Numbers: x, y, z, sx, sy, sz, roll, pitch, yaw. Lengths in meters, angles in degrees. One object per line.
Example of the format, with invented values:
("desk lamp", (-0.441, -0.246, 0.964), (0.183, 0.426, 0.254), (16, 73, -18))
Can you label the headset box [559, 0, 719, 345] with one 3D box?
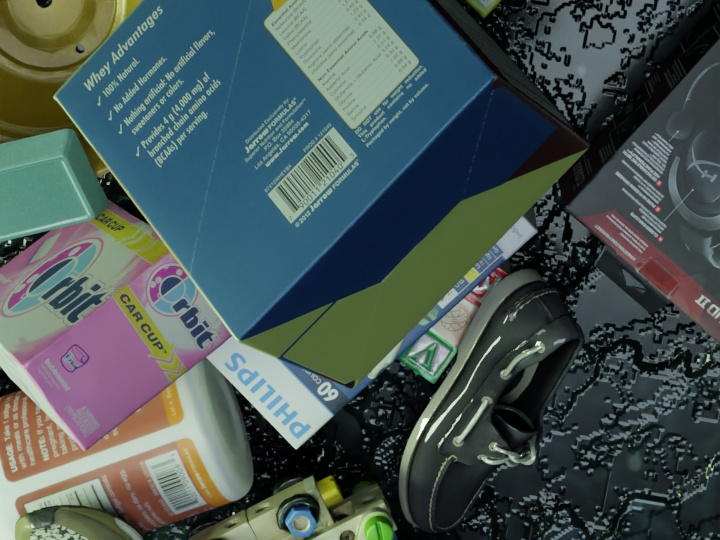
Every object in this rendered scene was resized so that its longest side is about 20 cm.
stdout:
("headset box", (0.228, -0.058, 1.458), (0.149, 0.077, 0.200), (39, 105, -9))

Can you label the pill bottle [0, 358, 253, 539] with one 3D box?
("pill bottle", (-0.177, 0.121, 1.508), (0.198, 0.112, 0.113), (-19, 106, 8))

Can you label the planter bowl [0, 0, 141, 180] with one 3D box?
("planter bowl", (-0.196, -0.156, 1.437), (0.198, 0.084, 0.202), (0, 107, 1))

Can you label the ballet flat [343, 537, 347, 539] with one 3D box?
("ballet flat", (-0.091, 0.232, 1.563), (0.199, 0.067, 0.068), (-23, 109, 8))

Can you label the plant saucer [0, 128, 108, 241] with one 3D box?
("plant saucer", (-0.255, -0.035, 1.425), (0.198, 0.019, 0.070), (-13, 137, 8))

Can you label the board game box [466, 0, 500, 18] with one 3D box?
("board game box", (0.106, -0.260, 1.414), (0.101, 0.048, 0.200), (42, 104, -10))

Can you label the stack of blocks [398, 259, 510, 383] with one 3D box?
("stack of blocks", (-0.018, -0.014, 1.488), (0.199, 0.059, 0.116), (33, 106, -8))

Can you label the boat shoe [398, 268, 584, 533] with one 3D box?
("boat shoe", (0.083, 0.096, 1.493), (0.063, 0.072, 0.201), (42, 124, 31))

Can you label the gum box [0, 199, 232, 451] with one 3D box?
("gum box", (-0.162, 0.026, 1.417), (0.113, 0.200, 0.066), (-38, 111, -11))

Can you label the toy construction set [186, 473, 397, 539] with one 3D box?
("toy construction set", (-0.039, 0.205, 1.499), (0.199, 0.092, 0.132), (-32, 109, -13))

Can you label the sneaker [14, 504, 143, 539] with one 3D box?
("sneaker", (-0.158, 0.228, 1.463), (0.076, 0.089, 0.201), (-15, 126, 8))

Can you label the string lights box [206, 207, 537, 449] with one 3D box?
("string lights box", (0.000, 0.000, 1.429), (0.200, 0.059, 0.103), (-43, 101, 12))

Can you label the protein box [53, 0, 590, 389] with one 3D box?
("protein box", (-0.023, -0.083, 1.323), (0.199, 0.135, 0.200), (-45, 60, 10))
